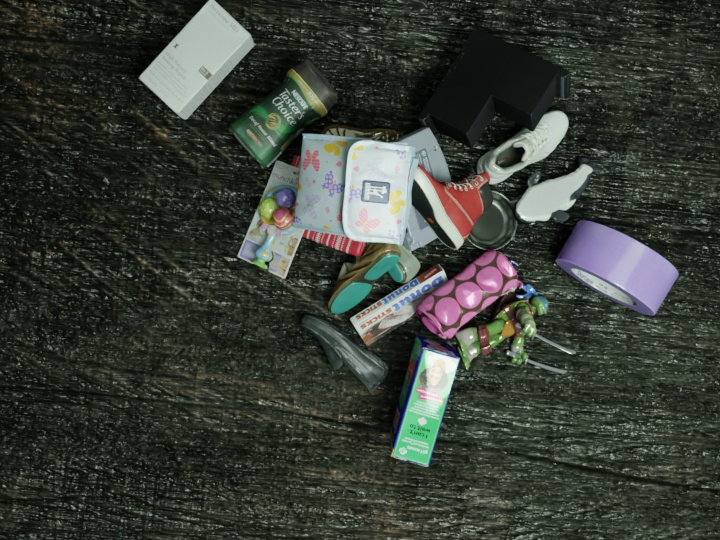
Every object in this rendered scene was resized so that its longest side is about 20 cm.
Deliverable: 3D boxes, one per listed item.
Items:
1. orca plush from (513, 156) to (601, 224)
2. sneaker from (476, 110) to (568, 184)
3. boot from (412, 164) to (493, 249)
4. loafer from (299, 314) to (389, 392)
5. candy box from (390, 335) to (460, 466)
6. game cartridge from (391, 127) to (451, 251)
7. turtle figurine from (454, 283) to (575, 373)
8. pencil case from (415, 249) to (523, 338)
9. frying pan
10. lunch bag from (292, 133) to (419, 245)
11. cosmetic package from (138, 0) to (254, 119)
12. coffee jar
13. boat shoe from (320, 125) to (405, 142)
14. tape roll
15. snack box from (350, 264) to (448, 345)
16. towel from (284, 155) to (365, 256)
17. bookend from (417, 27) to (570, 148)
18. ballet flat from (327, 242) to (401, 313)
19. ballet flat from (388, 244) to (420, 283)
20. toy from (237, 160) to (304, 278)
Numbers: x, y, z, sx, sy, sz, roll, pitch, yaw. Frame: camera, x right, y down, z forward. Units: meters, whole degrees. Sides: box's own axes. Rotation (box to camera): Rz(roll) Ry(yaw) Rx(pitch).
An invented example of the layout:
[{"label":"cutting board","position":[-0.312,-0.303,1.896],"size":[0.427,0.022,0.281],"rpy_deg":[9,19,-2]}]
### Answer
[{"label":"orca plush","position":[0.365,-0.146,1.289],"size":[0.105,0.071,0.200],"rpy_deg":[39,72,6]},{"label":"sneaker","position":[0.317,-0.232,1.262],"size":[0.199,0.099,0.078],"rpy_deg":[-38,93,0]},{"label":"boot","position":[0.163,-0.153,1.210],"size":[0.145,0.072,0.200],"rpy_deg":[-50,129,-10]},{"label":"loafer","position":[-0.037,0.157,1.279],"size":[0.200,0.068,0.071],"rpy_deg":[37,81,-7]},{"label":"candy box","position":[0.114,0.234,1.238],"size":[0.076,0.169,0.202],"rpy_deg":[15,92,1]},{"label":"game cartridge","position":[0.111,-0.154,1.246],"size":[0.132,0.041,0.202],"rpy_deg":[-27,111,-26]},{"label":"turtle figurine","position":[0.285,0.140,1.256],"size":[0.192,0.144,0.202],"rpy_deg":[-22,89,1]},{"label":"pencil case","position":[0.202,0.047,1.248],"size":[0.199,0.091,0.094],"rpy_deg":[-36,80,-9]},{"label":"frying pan","position":[0.267,-0.127,1.299],"size":[0.115,0.031,0.191],"rpy_deg":[36,80,-5]},{"label":"lunch bag","position":[-0.006,-0.141,1.140],"size":[0.198,0.127,0.171],"rpy_deg":[14,101,27]},{"label":"cosmetic package","position":[-0.301,-0.390,1.245],"size":[0.102,0.074,0.200],"rpy_deg":[42,91,-4]},{"label":"coffee jar","position":[-0.141,-0.293,1.249],"size":[0.200,0.085,0.104],"rpy_deg":[-43,93,-1]},{"label":"boat shoe","position":[0.018,-0.233,1.267],"size":[0.198,0.066,0.075],"rpy_deg":[13,94,-11]},{"label":"tape roll","position":[0.466,-0.005,1.228],"size":[0.199,0.200,0.085],"rpy_deg":[30,91,-3]},{"label":"snack box","position":[0.080,0.067,1.283],"size":[0.199,0.024,0.072],"rpy_deg":[-32,134,-1]},{"label":"towel","position":[-0.061,-0.123,1.255],"size":[0.199,0.022,0.146],"rpy_deg":[21,93,22]},{"label":"bookend","position":[0.245,-0.301,1.224],"size":[0.199,0.092,0.200],"rpy_deg":[32,89,20]},{"label":"ballet flat","position":[0.000,0.000,1.260],"size":[0.067,0.200,0.073],"rpy_deg":[9,48,-36]},{"label":"ballet flat","position":[0.042,-0.067,1.283],"size":[0.064,0.067,0.201],"rpy_deg":[-36,88,-29]},{"label":"toy","position":[-0.158,-0.100,1.256],"size":[0.114,0.047,0.202],"rpy_deg":[23,95,22]}]
